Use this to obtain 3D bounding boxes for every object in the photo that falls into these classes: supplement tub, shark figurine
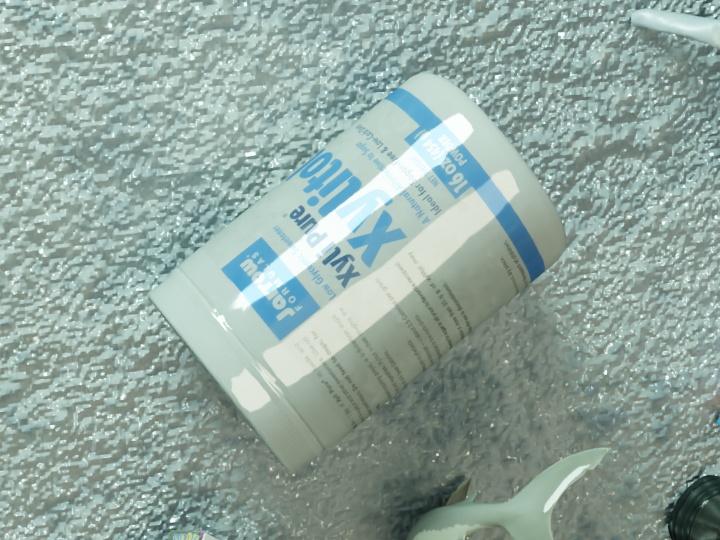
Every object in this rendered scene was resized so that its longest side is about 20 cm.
[{"bbox_3d":[0.000,0.000,1.253,0.200,0.132,0.132,-39,114,-6],"label":"supplement tub"},{"bbox_3d":[0.062,0.152,1.337,0.128,0.215,0.090,24,55,4],"label":"shark figurine"}]

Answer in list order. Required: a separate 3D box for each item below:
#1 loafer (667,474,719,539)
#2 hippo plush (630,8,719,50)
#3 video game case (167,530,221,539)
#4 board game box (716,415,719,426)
[{"bbox_3d":[0.278,0.204,1.440,0.200,0.072,0.073,33,92,-25],"label":"loafer"},{"bbox_3d":[0.285,-0.095,1.288,0.199,0.159,0.162,-8,85,-19],"label":"hippo plush"},{"bbox_3d":[-0.053,0.265,1.290,0.200,0.036,0.182,33,65,-37],"label":"video game case"},{"bbox_3d":[0.353,0.053,1.431,0.199,0.056,0.196,24,96,-23],"label":"board game box"}]
